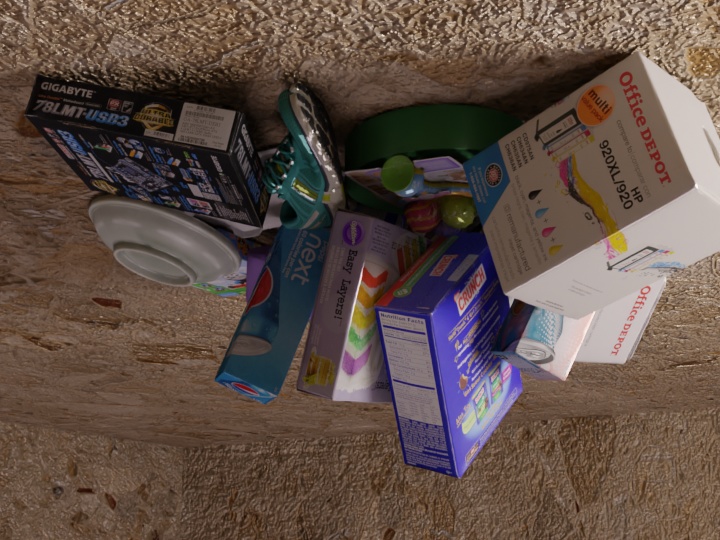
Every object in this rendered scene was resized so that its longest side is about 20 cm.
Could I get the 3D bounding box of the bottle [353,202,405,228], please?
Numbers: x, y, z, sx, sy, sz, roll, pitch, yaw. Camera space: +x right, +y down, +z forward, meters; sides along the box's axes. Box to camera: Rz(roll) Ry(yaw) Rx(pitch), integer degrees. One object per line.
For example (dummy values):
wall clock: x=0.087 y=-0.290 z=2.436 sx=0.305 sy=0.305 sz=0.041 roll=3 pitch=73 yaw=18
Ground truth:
bottle: x=0.000 y=0.000 z=1.218 sx=0.065 sy=0.201 sz=0.084 roll=18 pitch=136 yaw=3

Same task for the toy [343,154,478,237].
toy: x=0.077 y=-0.065 z=1.097 sx=0.114 sy=0.048 sz=0.200 roll=-6 pitch=163 yaw=26

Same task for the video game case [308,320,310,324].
video game case: x=0.019 y=0.057 z=1.402 sx=0.180 sy=0.023 sz=0.200 roll=-2 pitch=-166 yaw=-17

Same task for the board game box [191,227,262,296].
board game box: x=-0.195 y=-0.008 z=1.497 sx=0.150 sy=0.037 sz=0.199 roll=-9 pitch=161 yaw=31

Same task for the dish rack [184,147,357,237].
dish rack: x=-0.110 y=-0.082 z=1.226 sx=0.198 sy=0.044 sz=0.171 roll=-8 pitch=163 yaw=30

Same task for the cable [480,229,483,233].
cable: x=0.185 y=-0.003 z=1.360 sx=0.199 sy=0.070 sz=0.199 roll=-29 pitch=157 yaw=36

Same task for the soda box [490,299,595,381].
soda box: x=0.214 y=0.013 z=1.121 sx=0.068 sy=0.202 sz=0.064 roll=29 pitch=167 yaw=-13

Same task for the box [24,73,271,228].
box: x=-0.197 y=-0.112 z=1.037 sx=0.196 sy=0.050 sz=0.200 roll=13 pitch=164 yaw=8

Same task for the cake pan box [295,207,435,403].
cake pan box: x=0.016 y=0.045 z=1.115 sx=0.052 sy=0.186 sz=0.200 roll=14 pitch=178 yaw=27

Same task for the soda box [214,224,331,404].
soda box: x=-0.092 y=0.042 z=1.197 sx=0.067 sy=0.202 sz=0.064 roll=25 pitch=159 yaw=-10

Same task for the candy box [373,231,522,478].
candy box: x=0.098 y=0.085 z=1.132 sx=0.076 sy=0.202 sz=0.169 roll=7 pitch=-149 yaw=32

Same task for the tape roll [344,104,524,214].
tape roll: x=0.082 y=-0.110 z=1.113 sx=0.198 sy=0.049 sz=0.201 roll=0 pitch=165 yaw=0

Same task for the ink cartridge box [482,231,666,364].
ink cartridge box: x=0.231 y=0.028 z=1.242 sx=0.198 sy=0.086 sz=0.147 roll=3 pitch=131 yaw=-12

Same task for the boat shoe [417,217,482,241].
boat shoe: x=0.087 y=-0.005 z=1.266 sx=0.074 sy=0.073 sz=0.201 roll=-24 pitch=147 yaw=-42

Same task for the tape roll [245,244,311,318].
tape roll: x=-0.048 y=0.011 z=1.371 sx=0.197 sy=0.066 sz=0.200 roll=2 pitch=-170 yaw=0

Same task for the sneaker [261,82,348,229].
sneaker: x=-0.058 y=-0.098 z=1.035 sx=0.079 sy=0.078 sz=0.201 roll=-11 pitch=148 yaw=-1

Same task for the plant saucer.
plant saucer: x=-0.247 y=-0.024 z=1.315 sx=0.198 sy=0.051 sz=0.200 roll=16 pitch=160 yaw=6

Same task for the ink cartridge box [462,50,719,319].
ink cartridge box: x=0.227 y=-0.071 z=0.983 sx=0.199 sy=0.149 sz=0.144 roll=-31 pitch=150 yaw=31
